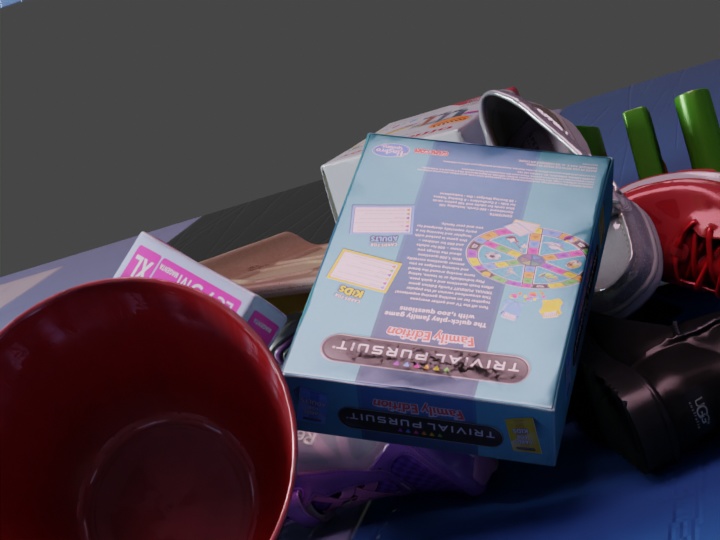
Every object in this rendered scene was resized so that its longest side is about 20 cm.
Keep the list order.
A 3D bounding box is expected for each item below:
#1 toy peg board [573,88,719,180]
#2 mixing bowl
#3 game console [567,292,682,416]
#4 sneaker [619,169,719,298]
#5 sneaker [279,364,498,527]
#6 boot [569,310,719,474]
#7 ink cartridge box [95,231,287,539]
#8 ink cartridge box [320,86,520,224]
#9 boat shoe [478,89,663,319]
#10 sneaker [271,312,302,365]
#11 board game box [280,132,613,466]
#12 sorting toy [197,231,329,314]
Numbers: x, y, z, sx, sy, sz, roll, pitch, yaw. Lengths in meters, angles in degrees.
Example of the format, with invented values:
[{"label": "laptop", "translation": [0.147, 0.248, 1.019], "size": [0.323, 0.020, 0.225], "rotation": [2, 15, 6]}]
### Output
[{"label": "toy peg board", "translation": [0.195, -0.050, 1.342], "size": [0.198, 0.099, 0.199], "rotation": [-16, -10, 12]}, {"label": "mixing bowl", "translation": [-0.118, 0.115, 0.996], "size": [0.198, 0.202, 0.108], "rotation": [-17, -22, 6]}, {"label": "game console", "translation": [0.102, 0.070, 1.264], "size": [0.198, 0.119, 0.172], "rotation": [-13, 41, 32]}, {"label": "sneaker", "translation": [0.236, -0.008, 1.159], "size": [0.198, 0.079, 0.116], "rotation": [5, 20, 19]}, {"label": "sneaker", "translation": [-0.014, 0.113, 1.088], "size": [0.198, 0.081, 0.089], "rotation": [10, 68, 32]}, {"label": "boot", "translation": [0.202, 0.043, 1.058], "size": [0.161, 0.074, 0.198], "rotation": [-22, 17, -7]}, {"label": "ink cartridge box", "translation": [-0.140, 0.086, 1.111], "size": [0.119, 0.201, 0.042], "rotation": [26, -5, 43]}, {"label": "ink cartridge box", "translation": [0.076, -0.067, 1.718], "size": [0.144, 0.146, 0.200], "rotation": [-14, 11, 23]}, {"label": "boat shoe", "translation": [0.130, -0.045, 1.192], "size": [0.074, 0.065, 0.203], "rotation": [-43, 40, 20]}, {"label": "sneaker", "translation": [-0.010, 0.039, 1.377], "size": [0.099, 0.076, 0.199], "rotation": [23, 25, 38]}, {"label": "board game box", "translation": [0.053, 0.011, 1.044], "size": [0.149, 0.047, 0.201], "rotation": [7, 46, 14]}, {"label": "sorting toy", "translation": [0.000, 0.000, 1.214], "size": [0.198, 0.037, 0.185], "rotation": [-3, 10, 27]}]
